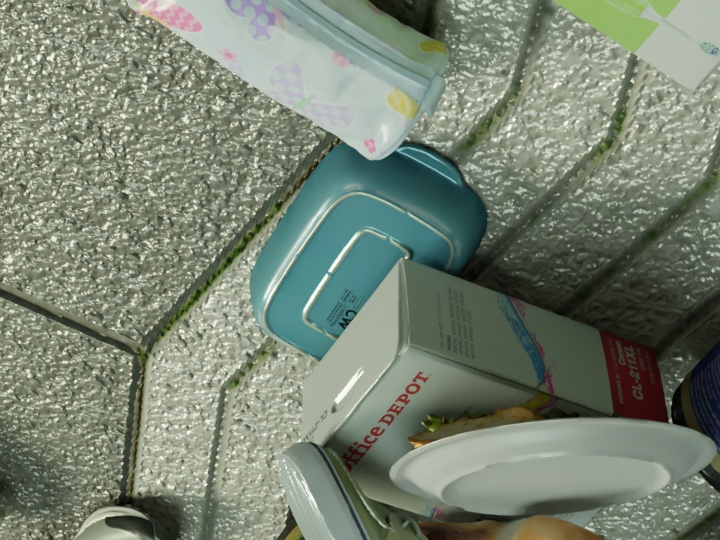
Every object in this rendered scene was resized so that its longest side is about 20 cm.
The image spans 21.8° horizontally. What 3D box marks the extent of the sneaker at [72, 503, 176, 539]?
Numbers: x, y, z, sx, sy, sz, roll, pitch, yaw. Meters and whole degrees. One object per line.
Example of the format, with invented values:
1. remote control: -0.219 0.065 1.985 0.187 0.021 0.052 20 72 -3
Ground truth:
1. sneaker: -0.221 0.245 1.457 0.199 0.080 0.074 -27 116 29

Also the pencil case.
1. pencil case: -0.044 -0.148 1.092 0.199 0.083 0.091 33 150 -14

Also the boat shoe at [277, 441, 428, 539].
1. boat shoe: 0.015 0.187 1.194 0.201 0.062 0.072 61 163 -15

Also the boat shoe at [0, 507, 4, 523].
1. boat shoe: -0.357 0.145 1.420 0.062 0.072 0.200 -44 111 4

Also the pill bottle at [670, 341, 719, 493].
1. pill bottle: 0.290 0.053 1.150 0.111 0.112 0.200 30 129 -10

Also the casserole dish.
1. casserole dish: 0.000 0.000 1.230 0.121 0.039 0.200 28 130 -9

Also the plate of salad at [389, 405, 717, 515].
1. plate of salad: 0.116 0.110 1.140 0.198 0.048 0.200 -3 158 -1

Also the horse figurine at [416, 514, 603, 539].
1. horse figurine: 0.121 0.191 1.197 0.132 0.050 0.200 31 164 -26

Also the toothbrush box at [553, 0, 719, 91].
1. toothbrush box: 0.143 -0.214 0.990 0.199 0.086 0.146 31 129 -10

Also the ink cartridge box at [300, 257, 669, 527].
1. ink cartridge box: 0.078 0.092 1.226 0.199 0.083 0.146 20 132 -21

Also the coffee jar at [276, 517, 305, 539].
1. coffee jar: -0.003 0.239 1.327 0.104 0.200 0.086 37 89 -17
